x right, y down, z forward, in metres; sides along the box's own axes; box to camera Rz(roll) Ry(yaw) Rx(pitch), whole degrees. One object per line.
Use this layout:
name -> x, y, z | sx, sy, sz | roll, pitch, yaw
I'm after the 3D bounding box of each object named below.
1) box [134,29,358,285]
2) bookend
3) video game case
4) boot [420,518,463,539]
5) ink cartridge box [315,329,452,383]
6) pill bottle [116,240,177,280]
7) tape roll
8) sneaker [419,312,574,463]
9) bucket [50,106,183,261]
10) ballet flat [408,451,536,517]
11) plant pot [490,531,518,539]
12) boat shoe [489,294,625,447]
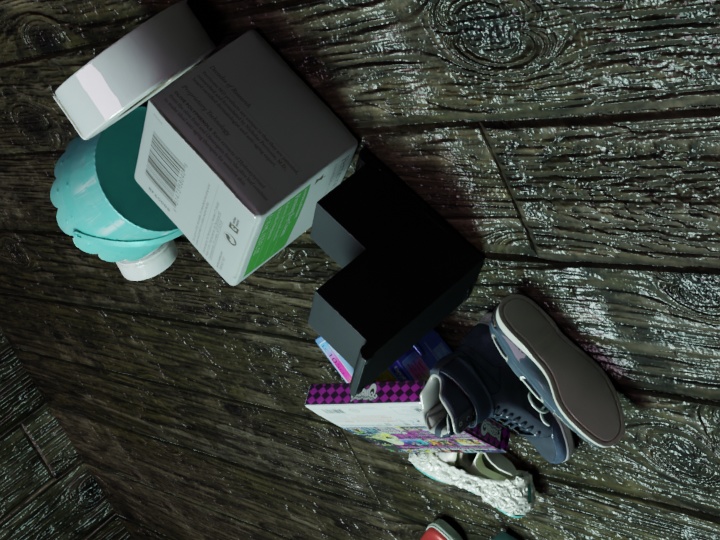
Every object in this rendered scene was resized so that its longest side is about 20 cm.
box -> -0.143, -0.133, 1.762 | 0.200, 0.171, 0.199 | 46, 153, 9
bookend -> 0.000, 0.000, 1.670 | 0.199, 0.200, 0.092 | 42, 152, 16
video game case -> 0.059, 0.187, 1.844 | 0.198, 0.036, 0.181 | -7, 151, 43
boot -> 0.083, 0.459, 2.168 | 0.072, 0.144, 0.201 | 42, 151, 20
ink cartridge box -> 0.038, 0.099, 1.874 | 0.137, 0.076, 0.200 | 52, 152, -1
pill bottle -> -0.357, -0.093, 2.216 | 0.113, 0.113, 0.202 | 19, 139, 47
tape roll -> -0.278, -0.247, 1.803 | 0.071, 0.202, 0.202 | 54, 153, -9
sneaker -> 0.155, 0.174, 1.702 | 0.203, 0.146, 0.077 | 56, 151, -13
bucket -> -0.314, -0.122, 2.023 | 0.134, 0.207, 0.208 | -20, 107, 54
ballet flat -> 0.150, 0.253, 1.907 | 0.199, 0.072, 0.072 | 22, 142, 35
plant pot -> 0.215, 0.471, 1.985 | 0.200, 0.140, 0.142 | 50, 155, 20
boat shoe -> 0.213, 0.119, 1.617 | 0.200, 0.075, 0.062 | 47, 152, 13
